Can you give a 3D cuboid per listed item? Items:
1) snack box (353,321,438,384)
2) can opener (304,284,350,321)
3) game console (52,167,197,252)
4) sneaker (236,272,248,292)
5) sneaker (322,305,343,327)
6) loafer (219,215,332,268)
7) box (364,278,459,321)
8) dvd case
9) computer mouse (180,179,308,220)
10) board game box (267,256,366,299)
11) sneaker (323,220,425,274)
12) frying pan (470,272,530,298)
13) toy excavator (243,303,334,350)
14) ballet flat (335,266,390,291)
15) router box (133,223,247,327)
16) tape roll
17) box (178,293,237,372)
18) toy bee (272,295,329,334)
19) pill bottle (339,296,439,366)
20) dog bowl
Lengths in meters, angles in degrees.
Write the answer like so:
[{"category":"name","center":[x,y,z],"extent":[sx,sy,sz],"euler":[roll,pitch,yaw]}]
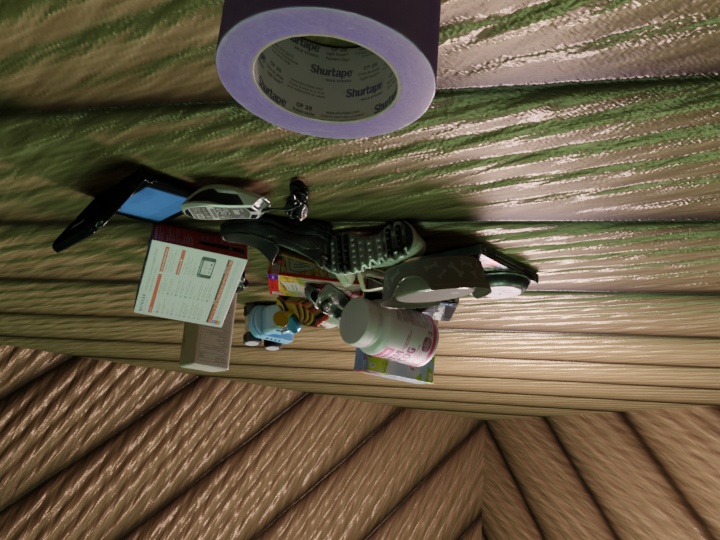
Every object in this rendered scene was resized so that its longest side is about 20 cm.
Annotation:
[{"category":"snack box","center":[0.088,0.171,1.610],"extent":[0.197,0.173,0.067],"euler":[16,163,-33]},{"category":"can opener","center":[-0.051,0.069,1.405],"extent":[0.066,0.054,0.200],"euler":[33,178,28]},{"category":"game console","center":[-0.363,-0.076,1.071],"extent":[0.198,0.177,0.117],"euler":[-15,126,47]},{"category":"sneaker","center":[-0.300,0.005,1.394],"extent":[0.113,0.077,0.199],"euler":[-13,162,22]},{"category":"sneaker","center":[-0.077,0.088,1.580],"extent":[0.087,0.077,0.199],"euler":[27,156,-23]},{"category":"loafer","center":[-0.147,-0.048,1.155],"extent":[0.195,0.074,0.073],"euler":[4,164,7]},{"category":"box","center":[0.106,0.060,1.455],"extent":[0.195,0.051,0.158],"euler":[5,162,2]},{"category":"dvd case","center":[0.226,0.000,1.281],"extent":[0.144,0.023,0.198],"euler":[-12,154,44]},{"category":"computer mouse","center":[-0.175,-0.109,1.030],"extent":[0.195,0.045,0.110],"euler":[0,167,-3]},{"category":"board game box","center":[-0.089,0.018,1.388],"extent":[0.195,0.047,0.152],"euler":[6,163,-3]},{"category":"sneaker","center":[0.021,-0.030,1.164],"extent":[0.196,0.077,0.081],"euler":[-8,168,31]},{"category":"frying pan","center":[0.232,0.030,1.298],"extent":[0.186,0.032,0.115],"euler":[-3,160,14]},{"category":"toy excavator","center":[-0.180,0.132,1.718],"extent":[0.192,0.102,0.198],"euler":[17,150,-37]},{"category":"ballet flat","center":[0.000,0.000,1.261],"extent":[0.197,0.074,0.067],"euler":[16,158,-30]},{"category":"router box","center":[-0.326,0.014,1.292],"extent":[0.176,0.049,0.202],"euler":[12,131,-21]},{"category":"tape roll","center":[-0.027,-0.205,0.607],"extent":[0.195,0.087,0.200],"euler":[4,163,1]},{"category":"box","center":[-0.342,0.120,1.525],"extent":[0.094,0.205,0.077],"euler":[18,159,-37]},{"category":"toy bee","center":[-0.155,0.085,1.511],"extent":[0.198,0.110,0.131],"euler":[-23,-170,36]},{"category":"pill bottle","center":[0.059,0.125,1.396],"extent":[0.198,0.116,0.112],"euler":[19,158,-37]},{"category":"dog bowl","center":[0.130,0.022,1.190],"extent":[0.195,0.060,0.200],"euler":[-6,169,-1]}]
